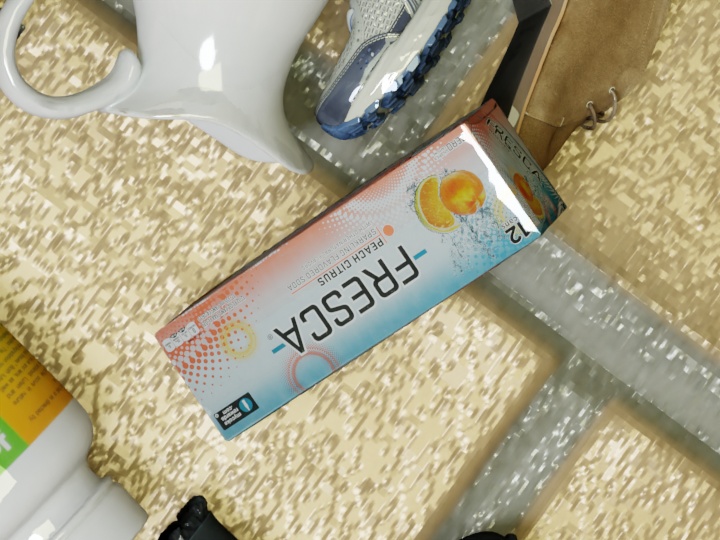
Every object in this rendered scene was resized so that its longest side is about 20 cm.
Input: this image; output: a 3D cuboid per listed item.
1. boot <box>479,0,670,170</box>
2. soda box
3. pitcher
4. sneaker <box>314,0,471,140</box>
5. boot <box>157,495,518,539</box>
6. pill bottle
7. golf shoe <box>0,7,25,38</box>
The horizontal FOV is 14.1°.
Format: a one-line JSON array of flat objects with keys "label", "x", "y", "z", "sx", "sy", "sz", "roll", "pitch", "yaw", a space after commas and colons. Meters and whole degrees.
[{"label": "boot", "x": 0.102, "y": -0.087, "z": 1.464, "sx": 0.075, "sy": 0.074, "sz": 0.201, "roll": 21, "pitch": 87, "yaw": -15}, {"label": "soda box", "x": 0.000, "y": 0.000, "z": 1.418, "sx": 0.200, "sy": 0.064, "sz": 0.069, "roll": -33, "pitch": 93, "yaw": 22}, {"label": "pitcher", "x": -0.083, "y": -0.159, "z": 1.388, "sx": 0.171, "sy": 0.121, "sz": 0.201, "roll": 9, "pitch": 94, "yaw": -29}, {"label": "sneaker", "x": 0.020, "y": -0.160, "z": 1.459, "sx": 0.085, "sy": 0.077, "sz": 0.201, "roll": 28, "pitch": 81, "yaw": 5}, {"label": "boot", "x": -0.031, "y": 0.174, "z": 1.454, "sx": 0.162, "sy": 0.073, "sz": 0.199, "roll": 37, "pitch": 88, "yaw": -1}, {"label": "pill bottle", "x": -0.201, "y": 0.078, "z": 1.414, "sx": 0.111, "sy": 0.111, "sz": 0.200, "roll": -45, "pitch": 94, "yaw": -3}, {"label": "golf shoe", "x": -0.264, "y": -0.095, "z": 1.425, "sx": 0.199, "sy": 0.078, "sz": 0.095, "roll": -29, "pitch": 93, "yaw": -5}]
